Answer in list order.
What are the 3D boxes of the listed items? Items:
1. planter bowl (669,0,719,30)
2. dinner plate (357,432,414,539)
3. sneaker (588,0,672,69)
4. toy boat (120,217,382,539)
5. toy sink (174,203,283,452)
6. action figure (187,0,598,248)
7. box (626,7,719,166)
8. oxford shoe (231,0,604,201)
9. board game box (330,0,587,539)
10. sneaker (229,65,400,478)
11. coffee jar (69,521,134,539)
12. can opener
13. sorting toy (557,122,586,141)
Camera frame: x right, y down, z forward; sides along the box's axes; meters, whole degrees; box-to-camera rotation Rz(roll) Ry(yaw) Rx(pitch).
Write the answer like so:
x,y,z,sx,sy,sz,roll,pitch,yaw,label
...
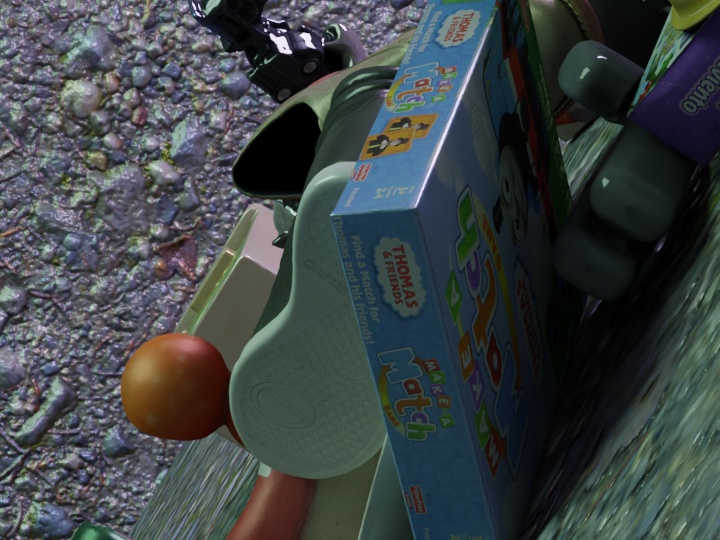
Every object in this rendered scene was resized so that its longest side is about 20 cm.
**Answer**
x,y,z,sx,sy,sz,roll,pitch,yaw,label
0.137,-0.192,1.010,0.201,0.083,0.200,-55,7,10,planter bowl
0.028,0.062,1.163,0.200,0.024,0.201,15,-90,-86,dinner plate
0.149,-0.160,1.246,0.200,0.072,0.083,-62,8,-30,sneaker
-0.045,0.063,1.277,0.131,0.130,0.201,54,-135,-82,toy boat
-0.071,0.037,2.132,0.131,0.112,0.200,-57,5,16,toy sink
0.016,-0.076,1.343,0.193,0.200,0.105,-42,40,31,action figure
0.174,-0.147,1.075,0.137,0.039,0.200,-54,7,44,box
0.023,-0.069,1.238,0.200,0.071,0.075,-27,4,45,oxford shoe
0.042,-0.006,1.047,0.200,0.036,0.152,-66,-34,-56,board game box
0.000,0.000,1.153,0.200,0.070,0.099,107,-176,-48,sneaker
-0.199,0.284,1.962,0.200,0.104,0.085,-61,2,-16,coffee jar
0.094,-0.045,1.095,0.053,0.067,0.200,-58,-2,18,can opener
0.150,-0.191,1.454,0.200,0.069,0.199,-60,5,-18,sorting toy
